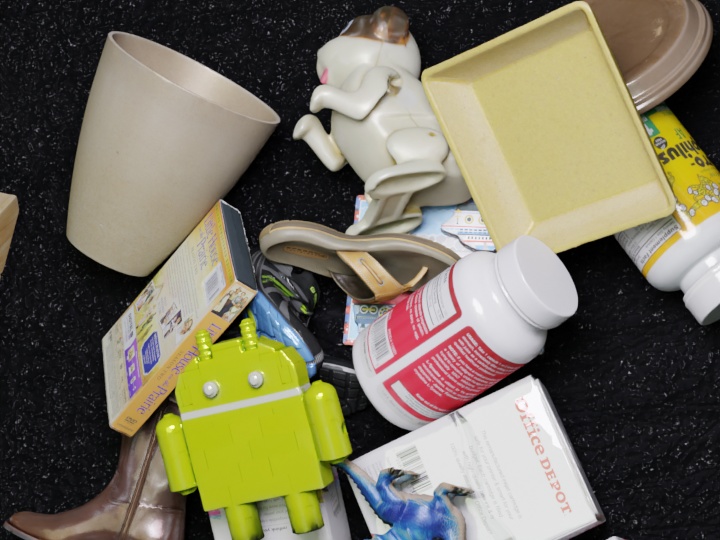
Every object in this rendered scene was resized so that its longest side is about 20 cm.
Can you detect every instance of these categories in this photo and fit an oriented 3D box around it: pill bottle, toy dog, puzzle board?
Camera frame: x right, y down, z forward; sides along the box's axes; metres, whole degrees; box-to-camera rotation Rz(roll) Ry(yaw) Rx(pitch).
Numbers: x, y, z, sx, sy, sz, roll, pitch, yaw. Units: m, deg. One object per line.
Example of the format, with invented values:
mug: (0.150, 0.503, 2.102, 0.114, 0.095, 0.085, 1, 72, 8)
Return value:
pill bottle: (0.287, -0.053, 1.625, 0.113, 0.113, 0.200, -36, 72, 5)
toy dog: (0.031, -0.155, 1.696, 0.193, 0.140, 0.201, -19, 69, -12)
pill bottle: (0.097, 0.054, 1.617, 0.200, 0.112, 0.113, -36, 71, 31)
puzzle board: (0.085, 0.002, 1.717, 0.199, 0.017, 0.152, 2, 80, 15)

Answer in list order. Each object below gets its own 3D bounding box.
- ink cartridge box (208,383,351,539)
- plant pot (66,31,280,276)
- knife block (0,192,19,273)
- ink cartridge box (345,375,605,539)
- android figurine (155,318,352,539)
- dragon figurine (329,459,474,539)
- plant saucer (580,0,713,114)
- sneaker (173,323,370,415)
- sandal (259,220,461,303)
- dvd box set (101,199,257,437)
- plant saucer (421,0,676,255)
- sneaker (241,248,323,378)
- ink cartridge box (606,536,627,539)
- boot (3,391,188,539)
ink cartridge box: (-0.080, 0.218, 1.671, 0.116, 0.067, 0.201, -9, 99, 14)
plant pot: (-0.205, -0.102, 1.742, 0.187, 0.187, 0.201, 31, 103, 18)
knife block: (-0.426, 0.000, 1.766, 0.064, 0.176, 0.201, 12, 82, 15)
ink cartridge box: (0.108, 0.207, 1.636, 0.199, 0.083, 0.147, -26, 75, 9)
android figurine: (-0.098, 0.145, 1.600, 0.181, 0.041, 0.201, -12, 94, 19)
dragon figurine: (0.040, 0.230, 1.575, 0.199, 0.059, 0.100, 15, 85, 16)
plant saucer: (0.230, -0.204, 1.651, 0.199, 0.030, 0.201, -21, 37, 17)
sneaker: (-0.079, 0.083, 1.715, 0.199, 0.076, 0.088, 6, 47, -1)
sandal: (0.000, 0.000, 1.670, 0.199, 0.080, 0.054, 10, 59, -3)
dvd box set: (-0.177, 0.044, 1.699, 0.200, 0.029, 0.147, -49, 30, 19)
plant saucer: (0.175, -0.123, 1.582, 0.199, 0.048, 0.201, -19, 98, 43)
sneaker: (-0.073, 0.031, 1.683, 0.082, 0.071, 0.200, -12, 32, -15)
ink cartridge box: (0.162, 0.318, 1.567, 0.199, 0.146, 0.085, -27, 75, 8)
boot: (-0.242, 0.185, 1.740, 0.185, 0.064, 0.201, 12, 86, 3)
